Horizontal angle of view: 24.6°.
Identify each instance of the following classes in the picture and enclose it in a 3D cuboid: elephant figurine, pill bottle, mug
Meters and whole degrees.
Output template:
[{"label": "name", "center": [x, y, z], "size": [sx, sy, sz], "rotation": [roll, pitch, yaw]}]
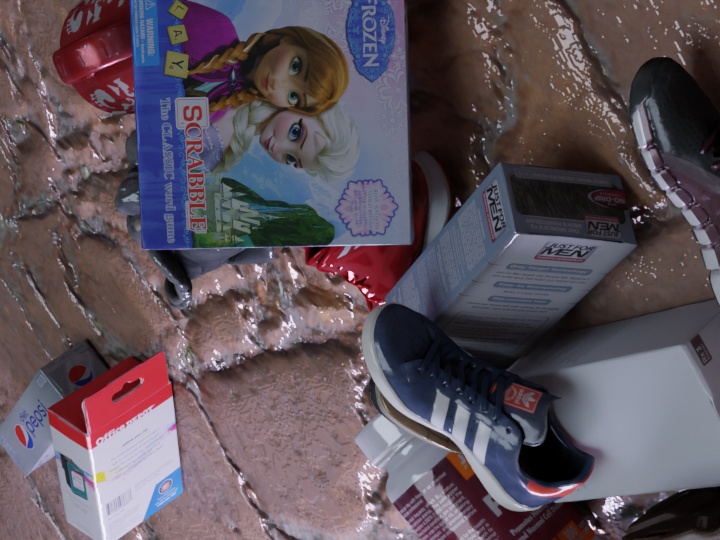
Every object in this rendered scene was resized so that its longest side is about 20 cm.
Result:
[{"label": "elephant figurine", "center": [-0.143, -0.037, 1.455], "size": [0.141, 0.155, 0.200], "rotation": [3, 145, -4]}, {"label": "pill bottle", "center": [0.094, 0.184, 1.348], "size": [0.200, 0.114, 0.114], "rotation": [50, 143, 7]}, {"label": "mug", "center": [-0.169, -0.198, 1.315], "size": [0.200, 0.177, 0.134], "rotation": [-9, 77, 55]}]

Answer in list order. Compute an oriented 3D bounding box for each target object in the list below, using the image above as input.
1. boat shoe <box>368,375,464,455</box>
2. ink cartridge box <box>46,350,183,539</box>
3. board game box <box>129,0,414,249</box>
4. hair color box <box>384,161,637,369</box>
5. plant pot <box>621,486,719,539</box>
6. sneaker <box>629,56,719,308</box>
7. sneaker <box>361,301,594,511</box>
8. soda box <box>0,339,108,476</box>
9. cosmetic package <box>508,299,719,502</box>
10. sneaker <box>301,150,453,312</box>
[{"label": "boat shoe", "center": [0.080, 0.110, 1.261], "size": [0.065, 0.200, 0.072], "rotation": [-16, 67, 50]}, {"label": "ink cartridge box", "center": [-0.256, 0.174, 1.723], "size": [0.067, 0.116, 0.200], "rotation": [26, 134, 34]}, {"label": "board game box", "center": [-0.063, -0.116, 1.192], "size": [0.199, 0.041, 0.200], "rotation": [-2, 99, 4]}, {"label": "hair color box", "center": [0.104, 0.002, 1.202], "size": [0.200, 0.099, 0.061], "rotation": [129, 138, -52]}, {"label": "plant pot", "center": [0.286, 0.241, 1.129], "size": [0.200, 0.200, 0.198], "rotation": [-28, 88, 53]}, {"label": "sneaker", "center": [0.257, -0.056, 1.035], "size": [0.115, 0.076, 0.200], "rotation": [-10, 120, 45]}, {"label": "sneaker", "center": [0.089, 0.089, 1.168], "size": [0.200, 0.075, 0.084], "rotation": [43, 143, -20]}, {"label": "soda box", "center": [-0.341, 0.155, 1.841], "size": [0.063, 0.068, 0.200], "rotation": [50, 143, 5]}, {"label": "cosmetic package", "center": [0.204, 0.096, 1.190], "size": [0.200, 0.081, 0.113], "rotation": [-15, 106, 50]}, {"label": "sneaker", "center": [0.000, 0.000, 1.299], "size": [0.078, 0.115, 0.200], "rotation": [49, 142, 48]}]
